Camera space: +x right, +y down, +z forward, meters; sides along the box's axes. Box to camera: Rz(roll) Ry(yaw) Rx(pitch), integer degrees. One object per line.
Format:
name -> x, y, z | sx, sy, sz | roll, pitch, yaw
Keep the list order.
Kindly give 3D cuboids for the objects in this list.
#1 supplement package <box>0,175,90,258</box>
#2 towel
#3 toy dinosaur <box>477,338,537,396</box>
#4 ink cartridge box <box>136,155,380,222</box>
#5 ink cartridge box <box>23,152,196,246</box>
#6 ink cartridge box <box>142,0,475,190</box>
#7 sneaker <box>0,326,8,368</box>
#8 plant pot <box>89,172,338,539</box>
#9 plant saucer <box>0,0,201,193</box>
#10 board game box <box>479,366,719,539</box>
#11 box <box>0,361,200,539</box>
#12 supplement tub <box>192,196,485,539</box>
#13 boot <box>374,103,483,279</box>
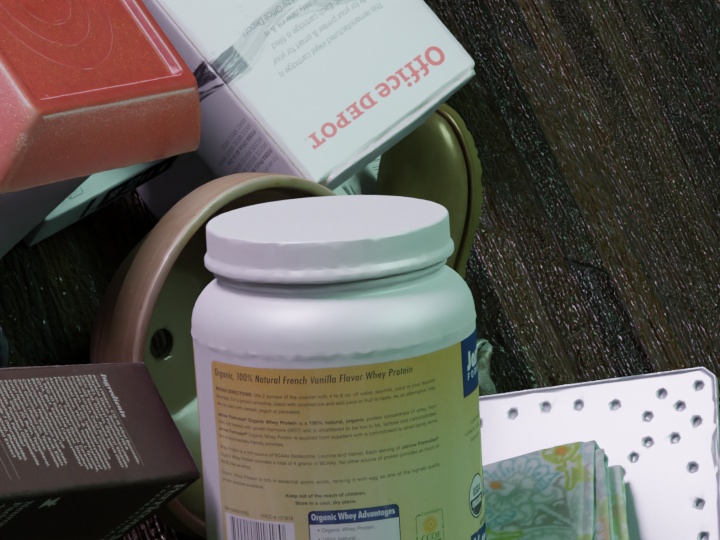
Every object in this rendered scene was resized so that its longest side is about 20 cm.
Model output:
supplement package -> -0.236, -0.119, 1.530 | 0.120, 0.121, 0.201 | 1, 55, -57
towel -> 0.051, 0.178, 1.534 | 0.172, 0.199, 0.048 | -87, 157, -55
toy dinosaur -> 0.051, 0.111, 1.758 | 0.200, 0.102, 0.077 | -39, 119, -53
ink cartridge box -> -0.062, -0.077, 1.804 | 0.146, 0.085, 0.200 | 55, 24, 8
ink cartridge box -> -0.138, -0.101, 1.658 | 0.200, 0.039, 0.100 | -30, 80, -32
ink cartridge box -> -0.054, -0.140, 1.643 | 0.145, 0.083, 0.200 | -37, 86, -33
sneaker -> -0.251, -0.021, 1.436 | 0.200, 0.074, 0.088 | 41, 22, -18
plant pot -> -0.080, 0.045, 1.558 | 0.200, 0.092, 0.202 | -8, 101, -46
plant saucer -> -0.176, -0.141, 1.476 | 0.200, 0.037, 0.199 | 55, 27, 9
board game box -> 0.107, 0.161, 1.594 | 0.026, 0.199, 0.201 | 50, 36, -57
box -> -0.178, 0.100, 1.364 | 0.200, 0.100, 0.075 | -3, 59, -59
supplement tub -> -0.011, 0.071, 1.451 | 0.144, 0.144, 0.201 | -29, 118, -64
boot -> 0.000, 0.000, 1.713 | 0.200, 0.066, 0.176 | -25, 118, -57
